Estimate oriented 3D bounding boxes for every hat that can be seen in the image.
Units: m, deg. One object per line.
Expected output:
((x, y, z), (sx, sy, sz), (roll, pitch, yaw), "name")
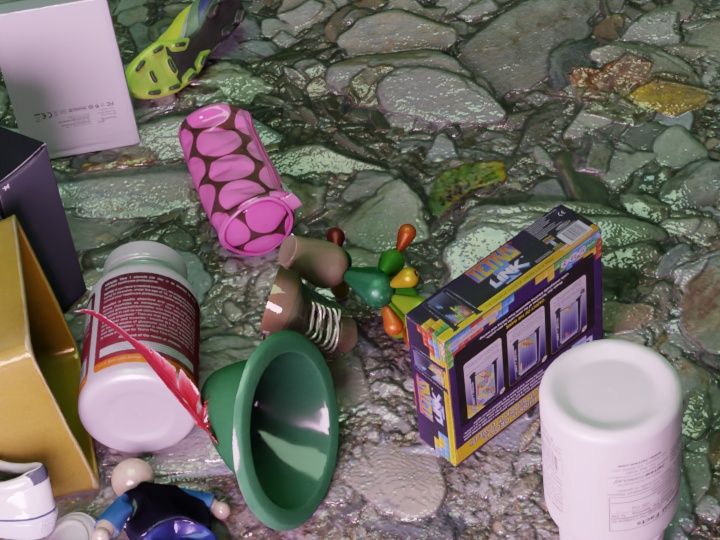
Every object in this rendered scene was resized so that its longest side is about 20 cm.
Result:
((-0.135, 0.130, 1.525), (0.176, 0.201, 0.165), (-2, 0, 30), "hat")

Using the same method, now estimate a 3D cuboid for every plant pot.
((-0.374, 0.105, 1.564), (0.199, 0.196, 0.195), (-18, 43, -1), "plant pot")

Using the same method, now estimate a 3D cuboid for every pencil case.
((-0.132, -0.103, 1.821), (0.094, 0.091, 0.200), (-43, 45, 14), "pencil case")

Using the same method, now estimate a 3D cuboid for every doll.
((-0.172, 0.231, 1.483), (0.136, 0.049, 0.200), (-4, 35, -30), "doll")

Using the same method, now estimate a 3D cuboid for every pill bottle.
((-0.210, 0.068, 1.625), (0.113, 0.113, 0.200), (-6, 43, 2), "pill bottle")
((0.207, 0.164, 1.393), (0.114, 0.200, 0.115), (-4, 42, 4), "pill bottle")

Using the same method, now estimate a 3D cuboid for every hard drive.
((-0.330, -0.217, 1.887), (0.131, 0.200, 0.027), (-10, 42, -3), "hard drive")

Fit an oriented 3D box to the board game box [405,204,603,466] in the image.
((0.136, 0.059, 1.544), (0.200, 0.166, 0.057), (-34, 50, -26), "board game box")

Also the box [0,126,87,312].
((-0.372, -0.051, 1.714), (0.141, 0.200, 0.079), (23, 50, 29), "box")

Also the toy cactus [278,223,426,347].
((0.000, 0.000, 1.645), (0.165, 0.102, 0.200), (22, 16, -33), "toy cactus")

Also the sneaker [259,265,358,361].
((-0.043, 0.046, 1.587), (0.090, 0.200, 0.067), (17, 81, 1), "sneaker")

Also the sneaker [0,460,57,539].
((-0.360, 0.186, 1.480), (0.199, 0.071, 0.073), (3, 15, 9), "sneaker")

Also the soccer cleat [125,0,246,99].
((-0.220, -0.269, 2.045), (0.084, 0.065, 0.200), (-4, 37, 51), "soccer cleat")

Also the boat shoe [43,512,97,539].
((-0.265, 0.273, 1.427), (0.074, 0.086, 0.202), (-5, 43, 14), "boat shoe")
